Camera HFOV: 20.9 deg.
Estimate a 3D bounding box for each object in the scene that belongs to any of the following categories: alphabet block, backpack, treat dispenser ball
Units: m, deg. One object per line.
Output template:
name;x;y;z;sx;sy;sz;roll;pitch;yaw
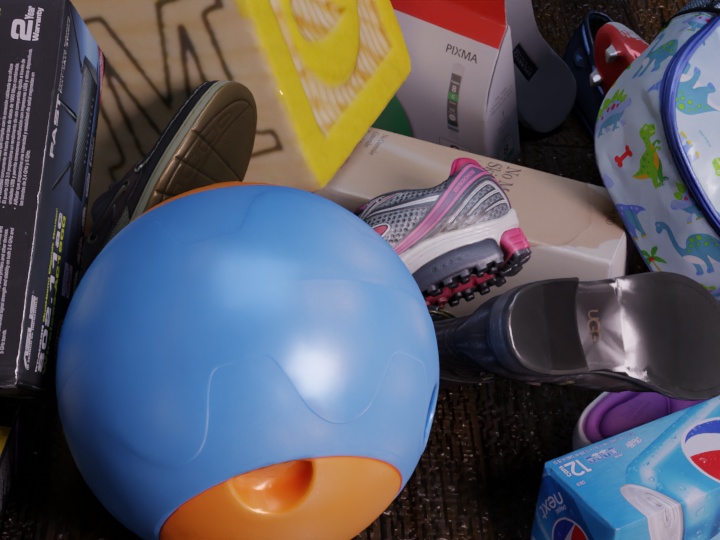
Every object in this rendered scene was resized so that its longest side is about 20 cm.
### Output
alphabet block;-0.110;-0.161;1.278;0.199;0.198;0.196;-9;27;28
backpack;0.254;-0.088;1.219;0.200;0.184;0.147;-40;12;-33
treat dispenser ball;-0.059;0.055;1.015;0.199;0.202;0.201;4;33;-3

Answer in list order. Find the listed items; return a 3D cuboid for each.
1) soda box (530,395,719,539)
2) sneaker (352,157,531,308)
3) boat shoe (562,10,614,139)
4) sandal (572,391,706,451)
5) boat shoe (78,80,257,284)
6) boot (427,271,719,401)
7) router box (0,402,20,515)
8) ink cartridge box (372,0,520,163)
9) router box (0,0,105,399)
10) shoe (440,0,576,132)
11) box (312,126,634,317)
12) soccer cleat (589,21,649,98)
soda box;0.192;0.120;1.079;0.199;0.068;0.064;-17;40;-31
sneaker;0.000;0.000;1.175;0.199;0.081;0.075;-21;74;-8
boat shoe;0.202;-0.124;1.443;0.084;0.069;0.200;-14;41;-27
sandal;0.191;0.060;1.185;0.082;0.050;0.203;18;35;16
boat shoe;-0.131;-0.027;1.162;0.066;0.202;0.072;23;-4;34
boot;0.096;0.043;1.129;0.199;0.070;0.174;9;-13;-33
router box;-0.291;0.118;1.015;0.198;0.051;0.150;7;31;1
ink cartridge box;0.029;-0.160;1.355;0.160;0.201;0.050;24;60;25
router box;-0.181;-0.037;1.009;0.062;0.202;0.150;6;-6;1
shoe;0.083;-0.181;1.425;0.072;0.200;0.091;-49;48;-8
box;0.073;-0.020;1.259;0.198;0.078;0.095;14;34;12
soccer cleat;0.235;-0.095;1.356;0.085;0.069;0.201;-27;71;-21
